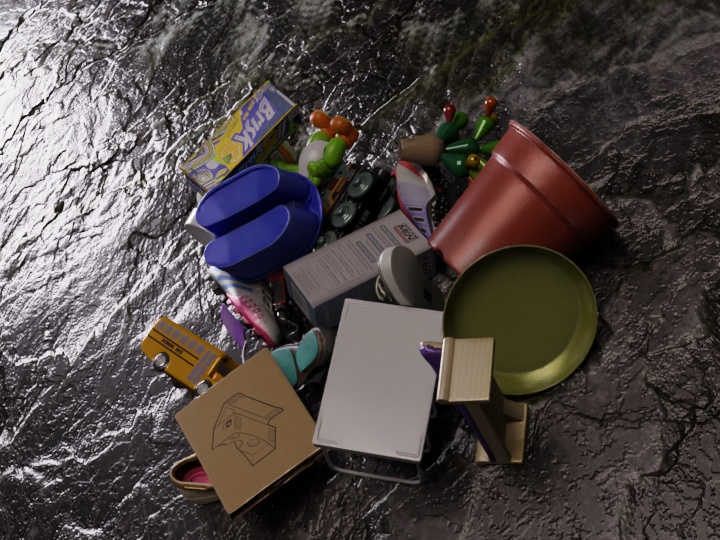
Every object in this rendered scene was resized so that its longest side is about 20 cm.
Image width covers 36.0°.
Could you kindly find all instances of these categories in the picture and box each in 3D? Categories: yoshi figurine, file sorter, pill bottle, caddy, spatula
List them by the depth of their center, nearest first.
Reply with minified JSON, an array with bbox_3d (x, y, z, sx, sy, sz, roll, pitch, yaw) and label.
[{"bbox_3d":[0.034,0.163,1.445,0.136,0.125,0.203,7,62,12],"label":"file sorter"},{"bbox_3d":[-0.168,0.138,1.648,0.020,0.057,0.202,-13,55,-18],"label":"spatula"},{"bbox_3d":[-0.149,-0.070,1.655,0.198,0.105,0.143,-25,67,23],"label":"caddy"},{"bbox_3d":[-0.095,-0.158,1.735,0.111,0.112,0.202,29,84,7],"label":"yoshi figurine"},{"bbox_3d":[-0.197,-0.132,1.800,0.108,0.110,0.202,17,69,37],"label":"pill bottle"}]

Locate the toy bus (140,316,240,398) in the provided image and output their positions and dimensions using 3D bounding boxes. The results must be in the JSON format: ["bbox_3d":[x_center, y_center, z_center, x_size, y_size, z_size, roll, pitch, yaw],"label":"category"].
[{"bbox_3d":[-0.248,0.147,1.674,0.199,0.065,0.079,25,72,39],"label":"toy bus"}]

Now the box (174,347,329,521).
[{"bbox_3d":[-0.150,0.219,1.512,0.162,0.021,0.200,-35,48,-5],"label":"box"}]

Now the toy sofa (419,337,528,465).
[{"bbox_3d":[0.137,0.163,1.351,0.096,0.201,0.084,-3,58,20],"label":"toy sofa"}]

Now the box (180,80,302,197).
[{"bbox_3d":[-0.183,-0.197,1.730,0.070,0.064,0.200,39,76,17],"label":"box"}]

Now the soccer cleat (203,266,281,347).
[{"bbox_3d":[-0.165,0.035,1.697,0.086,0.070,0.200,-40,50,-8],"label":"soccer cleat"}]

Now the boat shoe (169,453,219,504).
[{"bbox_3d":[-0.176,0.274,1.543,0.197,0.069,0.075,-21,51,17],"label":"boat shoe"}]

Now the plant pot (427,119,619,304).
[{"bbox_3d":[0.204,-0.059,1.476,0.195,0.200,0.201,-46,48,5],"label":"plant pot"}]

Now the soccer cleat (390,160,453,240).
[{"bbox_3d":[0.094,-0.093,1.643,0.073,0.068,0.202,-38,47,28],"label":"soccer cleat"}]

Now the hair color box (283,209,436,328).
[{"bbox_3d":[0.000,0.000,1.586,0.198,0.061,0.099,-27,47,-16],"label":"hair color box"}]

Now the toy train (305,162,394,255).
[{"bbox_3d":[-0.029,-0.074,1.688,0.113,0.085,0.202,17,72,51],"label":"toy train"}]

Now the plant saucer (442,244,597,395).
[{"bbox_3d":[0.200,0.060,1.408,0.198,0.202,0.031,-29,17,9],"label":"plant saucer"}]

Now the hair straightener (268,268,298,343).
[{"bbox_3d":[-0.106,0.045,1.653,0.040,0.078,0.201,-20,33,1],"label":"hair straightener"}]

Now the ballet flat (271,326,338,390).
[{"bbox_3d":[-0.073,0.130,1.567,0.199,0.067,0.069,-31,65,57],"label":"ballet flat"}]

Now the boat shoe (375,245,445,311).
[{"bbox_3d":[0.055,0.028,1.486,0.063,0.200,0.072,-3,65,22],"label":"boat shoe"}]

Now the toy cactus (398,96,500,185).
[{"bbox_3d":[0.139,-0.181,1.621,0.162,0.103,0.202,-2,48,-10],"label":"toy cactus"}]
